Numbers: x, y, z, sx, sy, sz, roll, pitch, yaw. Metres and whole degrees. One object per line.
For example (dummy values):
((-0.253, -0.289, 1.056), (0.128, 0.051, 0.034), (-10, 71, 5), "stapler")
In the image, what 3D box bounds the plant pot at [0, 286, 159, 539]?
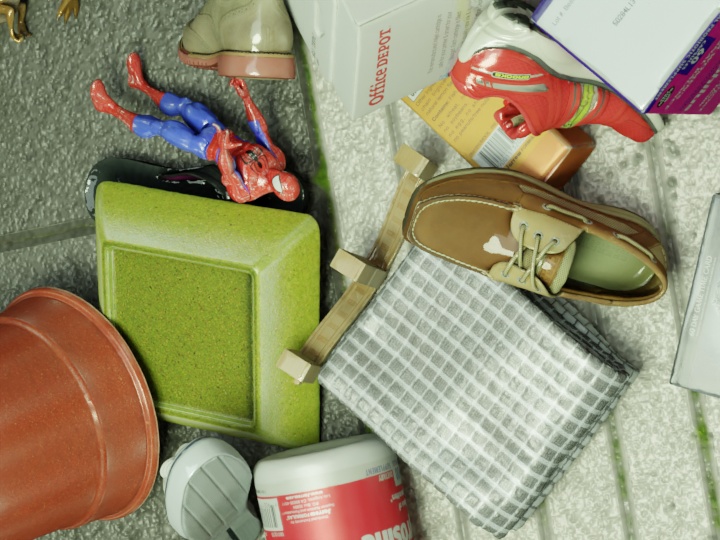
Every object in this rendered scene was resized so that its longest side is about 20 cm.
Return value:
((-0.295, 0.139, 1.493), (0.200, 0.195, 0.203), (18, 119, 36), "plant pot")

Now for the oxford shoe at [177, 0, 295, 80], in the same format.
((-0.090, -0.185, 1.435), (0.070, 0.200, 0.076), (0, 100, -22), "oxford shoe")

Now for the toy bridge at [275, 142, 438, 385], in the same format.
((0.000, 0.000, 1.456), (0.027, 0.067, 0.201), (31, 94, 17), "toy bridge")

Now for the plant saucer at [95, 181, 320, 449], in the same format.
((-0.131, 0.044, 1.501), (0.198, 0.048, 0.202), (10, 113, 22), "plant saucer")

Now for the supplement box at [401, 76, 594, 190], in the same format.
((0.077, -0.135, 1.418), (0.200, 0.066, 0.069), (46, 111, 14), "supplement box")

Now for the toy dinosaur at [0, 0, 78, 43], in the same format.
((-0.279, -0.256, 1.564), (0.106, 0.060, 0.201), (27, 104, 21), "toy dinosaur")

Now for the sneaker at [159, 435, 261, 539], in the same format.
((-0.127, 0.167, 1.466), (0.073, 0.200, 0.071), (-39, 69, -16), "sneaker")

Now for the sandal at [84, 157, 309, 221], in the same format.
((-0.137, -0.052, 1.524), (0.199, 0.048, 0.076), (2, 95, 23), "sandal")

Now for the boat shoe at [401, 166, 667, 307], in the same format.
((0.130, -0.020, 1.347), (0.198, 0.074, 0.076), (9, 115, -16), "boat shoe")

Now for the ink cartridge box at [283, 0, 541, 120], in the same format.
((0.049, -0.230, 1.325), (0.199, 0.147, 0.147), (-26, 73, -11), "ink cartridge box")

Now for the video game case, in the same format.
((0.330, 0.038, 1.349), (0.198, 0.019, 0.144), (15, 100, 21), "video game case")

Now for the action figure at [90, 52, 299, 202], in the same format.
((-0.124, -0.121, 1.473), (0.199, 0.065, 0.099), (34, 149, 24), "action figure")

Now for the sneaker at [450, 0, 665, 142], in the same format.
((0.133, -0.126, 1.330), (0.085, 0.199, 0.077), (-52, 46, 18), "sneaker")

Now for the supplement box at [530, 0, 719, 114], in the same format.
((0.208, -0.174, 1.287), (0.103, 0.200, 0.101), (42, 108, 14), "supplement box")

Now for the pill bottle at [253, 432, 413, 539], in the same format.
((-0.010, 0.233, 1.456), (0.111, 0.112, 0.202), (-12, 90, 23), "pill bottle")

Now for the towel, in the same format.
((0.082, 0.076, 1.421), (0.200, 0.085, 0.166), (39, 107, 16), "towel")
